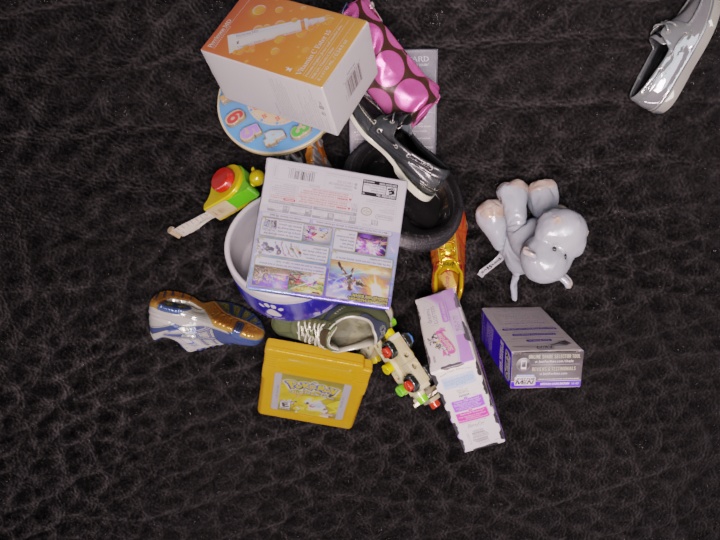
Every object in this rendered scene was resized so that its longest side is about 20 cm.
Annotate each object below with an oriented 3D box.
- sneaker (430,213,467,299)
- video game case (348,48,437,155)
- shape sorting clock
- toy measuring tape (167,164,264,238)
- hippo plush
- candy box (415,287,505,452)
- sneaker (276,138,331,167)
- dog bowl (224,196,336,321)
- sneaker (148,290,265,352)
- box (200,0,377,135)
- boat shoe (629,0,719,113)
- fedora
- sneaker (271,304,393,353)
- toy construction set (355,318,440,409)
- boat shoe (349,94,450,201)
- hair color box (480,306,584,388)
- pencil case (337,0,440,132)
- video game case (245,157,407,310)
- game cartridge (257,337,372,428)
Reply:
[{"bbox_3d":[0.148,-0.036,1.013,0.073,0.077,0.201,-7,103,2],"label":"sneaker"},{"bbox_3d":[0.052,-0.249,0.985,0.142,0.019,0.201,-1,103,-2],"label":"video game case"},{"bbox_3d":[-0.122,-0.266,0.923,0.199,0.039,0.201,-2,71,7],"label":"shape sorting clock"},{"bbox_3d":[-0.234,-0.119,0.996,0.199,0.074,0.074,-24,104,24],"label":"toy measuring tape"},{"bbox_3d":[0.264,-0.051,0.967,0.159,0.161,0.200,34,101,-10],"label":"hippo plush"},{"bbox_3d":[0.159,0.158,0.980,0.071,0.168,0.201,-18,126,10],"label":"candy box"},{"bbox_3d":[-0.089,-0.156,0.947,0.077,0.078,0.201,-26,60,18],"label":"sneaker"},{"bbox_3d":[-0.103,-0.026,0.947,0.199,0.201,0.079,-7,147,0],"label":"dog bowl"},{"bbox_3d":[-0.262,0.100,1.047,0.199,0.075,0.089,16,115,1],"label":"sneaker"},{"bbox_3d":[-0.095,-0.290,0.851,0.199,0.098,0.125,22,70,20],"label":"box"},{"bbox_3d":[0.481,-0.348,0.945,0.071,0.070,0.202,18,106,-9],"label":"boat shoe"},{"bbox_3d":[0.057,-0.107,0.959,0.199,0.092,0.202,6,67,-15],"label":"fedora"},{"bbox_3d":[-0.052,0.087,0.953,0.199,0.090,0.067,-3,114,11],"label":"sneaker"},{"bbox_3d":[0.061,0.159,1.020,0.200,0.131,0.092,44,58,3],"label":"toy construction set"},{"bbox_3d":[0.056,-0.196,0.890,0.066,0.074,0.200,-41,82,34],"label":"boat shoe"},{"bbox_3d":[0.269,0.119,0.991,0.109,0.200,0.065,-1,104,-1],"label":"hair color box"},{"bbox_3d":[0.035,-0.308,0.917,0.094,0.091,0.200,-40,105,11],"label":"pencil case"},{"bbox_3d":[-0.045,-0.048,0.851,0.199,0.045,0.182,9,83,-4],"label":"video game case"},{"bbox_3d":[-0.081,0.196,1.036,0.175,0.033,0.200,11,138,-4],"label":"game cartridge"}]
